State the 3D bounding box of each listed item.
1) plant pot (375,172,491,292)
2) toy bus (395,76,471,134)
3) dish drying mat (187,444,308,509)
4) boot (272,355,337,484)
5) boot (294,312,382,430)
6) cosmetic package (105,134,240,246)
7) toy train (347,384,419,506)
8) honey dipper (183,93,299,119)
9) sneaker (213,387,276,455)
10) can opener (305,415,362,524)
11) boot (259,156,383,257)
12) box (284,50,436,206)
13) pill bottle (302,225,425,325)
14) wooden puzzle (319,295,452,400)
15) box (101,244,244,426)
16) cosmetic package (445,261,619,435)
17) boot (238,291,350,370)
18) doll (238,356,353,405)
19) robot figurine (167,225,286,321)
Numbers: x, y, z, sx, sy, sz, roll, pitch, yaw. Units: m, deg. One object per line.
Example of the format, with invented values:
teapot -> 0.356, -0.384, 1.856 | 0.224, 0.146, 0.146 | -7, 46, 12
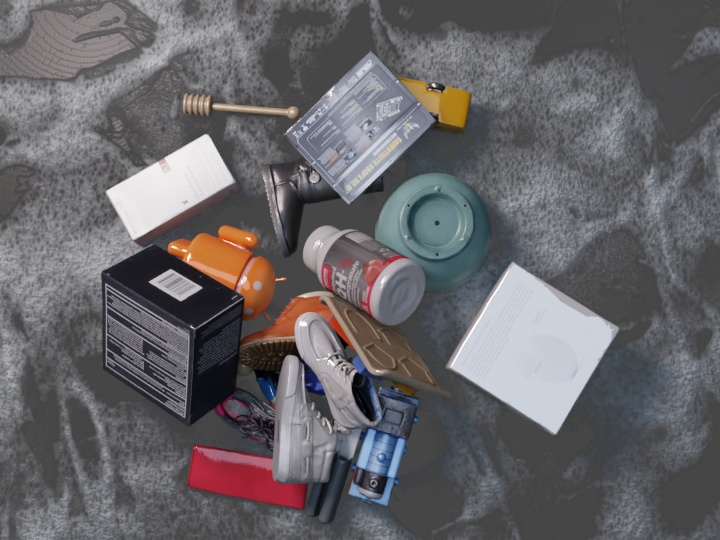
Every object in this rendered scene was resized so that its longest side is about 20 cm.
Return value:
plant pot -> 0.122, -0.071, 1.644 | 0.199, 0.134, 0.202 | 0, 84, 2
toy bus -> 0.084, -0.284, 1.693 | 0.199, 0.078, 0.066 | 11, 86, 3
dish drying mat -> -0.185, 0.342, 1.671 | 0.199, 0.018, 0.077 | 10, 92, 1
boot -> -0.084, 0.238, 1.599 | 0.095, 0.074, 0.201 | 5, 90, -16
boot -> -0.027, 0.152, 1.554 | 0.073, 0.095, 0.201 | -30, 97, -31
cosmetic package -> -0.315, -0.135, 1.696 | 0.199, 0.074, 0.102 | -31, 84, -2
toy train -> 0.037, 0.281, 1.622 | 0.086, 0.114, 0.201 | 17, 85, 4
honey dipper -> -0.203, -0.279, 1.724 | 0.199, 0.038, 0.038 | 4, 85, 1
sneaker -> -0.155, 0.258, 1.651 | 0.199, 0.075, 0.081 | 22, 86, 3
can opener -> -0.035, 0.316, 1.650 | 0.052, 0.066, 0.201 | 20, 93, 27
boot -> -0.056, -0.123, 1.695 | 0.199, 0.066, 0.166 | -13, 86, -4
box -> 0.000, -0.230, 1.634 | 0.200, 0.048, 0.158 | -44, 90, 4
pill bottle -> 0.000, 0.000, 1.618 | 0.200, 0.111, 0.111 | 30, 85, 40
wooden puzzle -> 0.032, 0.130, 1.573 | 0.046, 0.185, 0.200 | -52, 46, 13
box -> -0.298, 0.099, 1.578 | 0.199, 0.123, 0.199 | 28, 128, 24
cosmetic package -> 0.272, 0.126, 1.626 | 0.199, 0.123, 0.200 | 33, 86, 3
boot -> -0.116, 0.096, 1.649 | 0.199, 0.075, 0.108 | -13, 52, -15
doll -> -0.117, 0.168, 1.668 | 0.199, 0.049, 0.137 | 9, 67, 5
robot figurine -> -0.225, 0.010, 1.656 | 0.199, 0.117, 0.144 | 22, 60, 2
